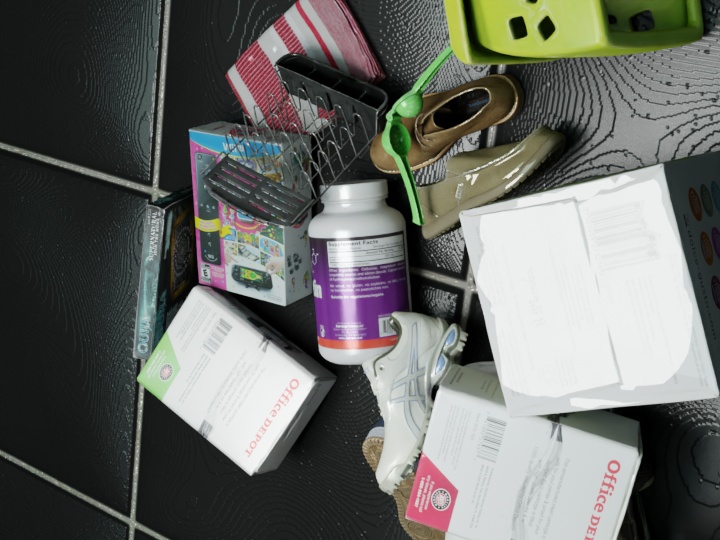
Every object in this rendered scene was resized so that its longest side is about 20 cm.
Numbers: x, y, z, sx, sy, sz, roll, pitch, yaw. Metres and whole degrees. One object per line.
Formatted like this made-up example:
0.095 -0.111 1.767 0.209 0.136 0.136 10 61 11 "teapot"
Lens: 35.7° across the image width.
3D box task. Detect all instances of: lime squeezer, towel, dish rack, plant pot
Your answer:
0.055 -0.153 1.163 0.071 0.038 0.201 38 123 47 "lime squeezer"
-0.072 -0.235 1.336 0.200 0.023 0.145 -36 77 35 "towel"
-0.077 -0.141 1.238 0.153 0.200 0.055 27 153 28 "dish rack"
0.183 -0.289 1.039 0.181 0.199 0.200 -5 97 42 "plant pot"

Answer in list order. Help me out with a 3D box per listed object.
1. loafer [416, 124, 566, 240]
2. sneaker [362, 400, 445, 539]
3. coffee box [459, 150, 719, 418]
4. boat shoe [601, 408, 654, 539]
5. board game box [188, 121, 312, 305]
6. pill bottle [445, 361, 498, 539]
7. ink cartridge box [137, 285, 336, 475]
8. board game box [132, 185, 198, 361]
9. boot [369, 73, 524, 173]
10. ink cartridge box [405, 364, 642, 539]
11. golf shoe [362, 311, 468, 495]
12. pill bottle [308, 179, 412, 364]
0.128 -0.101 1.184 0.200 0.076 0.068 -34 85 35 "loafer"
0.078 0.229 1.297 0.070 0.109 0.201 -7 125 34 "sneaker"
0.243 0.011 1.045 0.199 0.197 0.201 -13 91 34 "coffee box"
0.270 0.211 1.152 0.064 0.073 0.201 -1 102 24 "boat shoe"
-0.133 -0.072 1.372 0.147 0.064 0.201 13 113 32 "board game box"
0.145 0.209 1.210 0.112 0.112 0.201 15 108 33 "pill bottle"
-0.153 0.135 1.389 0.200 0.084 0.146 36 97 18 "ink cartridge box"
-0.244 0.001 1.435 0.028 0.135 0.201 12 107 12 "board game box"
0.075 -0.159 1.212 0.199 0.075 0.074 -24 88 38 "boot"
0.161 0.196 1.098 0.199 0.083 0.146 17 106 11 "ink cartridge box"
0.039 0.137 1.197 0.097 0.201 0.078 22 155 0 "golf shoe"
0.000 0.000 1.273 0.112 0.112 0.201 0 99 36 "pill bottle"
